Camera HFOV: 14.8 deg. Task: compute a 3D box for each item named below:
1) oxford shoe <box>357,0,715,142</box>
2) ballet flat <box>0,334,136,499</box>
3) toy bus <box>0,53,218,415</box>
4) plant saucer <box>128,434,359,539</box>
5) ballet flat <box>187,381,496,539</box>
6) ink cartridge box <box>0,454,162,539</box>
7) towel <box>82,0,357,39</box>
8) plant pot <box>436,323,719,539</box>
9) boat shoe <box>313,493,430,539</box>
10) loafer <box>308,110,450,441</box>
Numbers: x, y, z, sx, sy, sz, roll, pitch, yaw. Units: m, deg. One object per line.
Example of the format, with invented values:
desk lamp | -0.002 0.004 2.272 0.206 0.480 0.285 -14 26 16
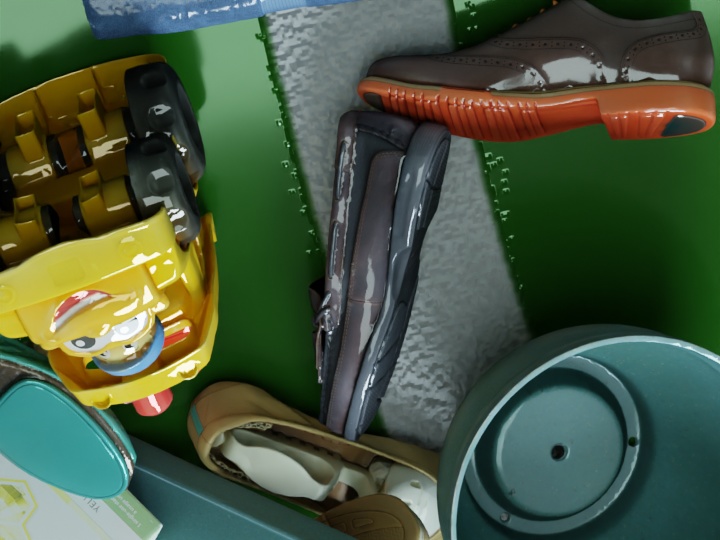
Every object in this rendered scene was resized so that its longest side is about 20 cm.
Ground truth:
oxford shoe | 0.099 -0.114 1.553 0.200 0.071 0.073 2 77 4
ballet flat | -0.204 0.055 1.545 0.200 0.070 0.067 32 123 -25
toy bus | -0.136 0.006 1.512 0.136 0.200 0.192 -18 119 5
plant saucer | -0.074 0.158 1.592 0.200 0.019 0.070 21 116 37
ballet flat | -0.011 0.127 1.630 0.200 0.063 0.069 20 109 -11
ink cartridge box | -0.234 0.168 1.579 0.146 0.048 0.200 45 73 1
towel | -0.061 -0.193 1.513 0.200 0.049 0.112 -10 111 0
plant pot | 0.128 0.117 1.586 0.200 0.134 0.201 -4 104 -15
boat shoe | -0.028 0.208 1.618 0.200 0.074 0.069 -45 147 16
loafer | 0.000 0.000 1.585 0.063 0.072 0.200 19 115 11
